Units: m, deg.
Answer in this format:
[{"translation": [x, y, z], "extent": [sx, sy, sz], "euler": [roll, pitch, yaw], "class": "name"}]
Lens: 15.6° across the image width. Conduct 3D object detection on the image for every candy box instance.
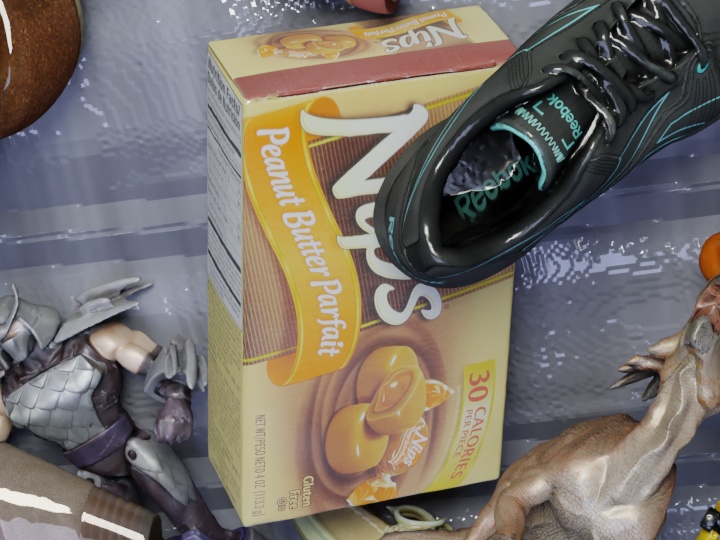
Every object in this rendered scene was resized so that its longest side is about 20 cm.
[{"translation": [0.000, 0.000, 1.053], "extent": [0.115, 0.055, 0.200], "euler": [-10, 123, -18], "class": "candy box"}]

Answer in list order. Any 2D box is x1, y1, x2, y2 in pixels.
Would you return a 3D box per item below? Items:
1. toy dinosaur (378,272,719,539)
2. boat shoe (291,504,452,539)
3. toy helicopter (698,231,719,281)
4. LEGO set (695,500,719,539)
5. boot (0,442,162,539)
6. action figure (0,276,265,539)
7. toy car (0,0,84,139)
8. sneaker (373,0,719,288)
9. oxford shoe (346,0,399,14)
[{"translation": [0.097, 0.084, 1.051], "extent": [0.086, 0.136, 0.200], "euler": [41, 148, -16], "class": "toy dinosaur"}, {"translation": [0.056, 0.144, 1.124], "extent": [0.201, 0.073, 0.063], "euler": [36, 88, 32], "class": "boat shoe"}, {"translation": [0.182, -0.032, 1.025], "extent": [0.132, 0.079, 0.200], "euler": [-13, 107, 29], "class": "toy helicopter"}, {"translation": [0.234, 0.140, 1.102], "extent": [0.200, 0.116, 0.154], "euler": [21, 101, 8], "class": "LEGO set"}, {"translation": [-0.161, 0.168, 1.110], "extent": [0.146, 0.070, 0.200], "euler": [5, 91, 10], "class": "boot"}, {"translation": [-0.105, 0.086, 1.148], "extent": [0.130, 0.069, 0.200], "euler": [-26, 110, 30], "class": "action figure"}, {"translation": [-0.197, -0.078, 0.987], "extent": [0.158, 0.200, 0.164], "euler": [29, 122, -6], "class": "toy car"}, {"translation": [0.090, -0.063, 0.958], "extent": [0.200, 0.079, 0.075], "euler": [-44, 92, 5], "class": "sneaker"}, {"translation": [-0.021, -0.187, 0.963], "extent": [0.075, 0.070, 0.200], "euler": [7, 121, 14], "class": "oxford shoe"}]
